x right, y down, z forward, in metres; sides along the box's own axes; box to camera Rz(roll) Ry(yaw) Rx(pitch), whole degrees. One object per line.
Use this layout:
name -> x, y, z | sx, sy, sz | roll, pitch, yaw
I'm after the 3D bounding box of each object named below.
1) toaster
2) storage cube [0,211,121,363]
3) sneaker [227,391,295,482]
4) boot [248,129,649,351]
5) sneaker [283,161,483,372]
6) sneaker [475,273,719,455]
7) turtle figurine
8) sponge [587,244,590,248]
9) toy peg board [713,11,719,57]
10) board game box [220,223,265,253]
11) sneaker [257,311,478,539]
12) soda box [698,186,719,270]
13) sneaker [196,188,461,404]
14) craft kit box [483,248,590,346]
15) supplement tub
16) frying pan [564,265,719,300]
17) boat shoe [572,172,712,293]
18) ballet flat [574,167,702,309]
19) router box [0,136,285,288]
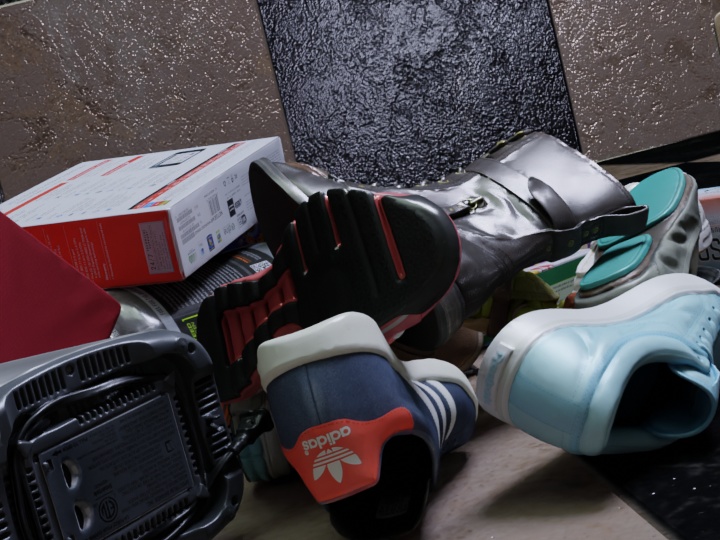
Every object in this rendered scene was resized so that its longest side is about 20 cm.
toaster -> -0.150, 0.096, 0.585 | 0.128, 0.115, 0.199 | -8, 11, 38
storage cube -> -0.276, 0.052, 0.693 | 0.199, 0.180, 0.172 | -11, 50, 37
sneaker -> -0.017, 0.075, 0.765 | 0.085, 0.078, 0.200 | -6, 16, 10
boot -> 0.048, -0.039, 0.742 | 0.174, 0.070, 0.199 | -32, 50, -30
sneaker -> 0.000, 0.000, 0.872 | 0.071, 0.200, 0.075 | -50, -21, 8
sneaker -> 0.146, 0.055, 0.604 | 0.199, 0.075, 0.082 | -12, 33, -42
turtle figurine -> 0.080, 0.024, 0.767 | 0.160, 0.065, 0.200 | 7, 11, 2
sponge -> 0.279, -0.025, 1.166 | 0.110, 0.030, 0.200 | -14, 5, 5
toy peg board -> 0.338, -0.077, 0.765 | 0.198, 0.201, 0.098 | -12, -10, 15
board game box -> -0.129, 0.030, 1.023 | 0.133, 0.045, 0.201 | -16, -29, -15
sneaker -> 0.012, 0.086, 0.581 | 0.074, 0.085, 0.200 | -22, -22, 17
soda box -> 0.303, -0.032, 0.964 | 0.063, 0.069, 0.199 | -17, 7, -29
sneaker -> -0.005, 0.011, 0.625 | 0.086, 0.074, 0.200 | -1, -19, -38
craft kit box -> 0.076, 0.032, 1.054 | 0.199, 0.049, 0.197 | -18, 4, -38
supplement tub -> -0.120, 0.059, 0.851 | 0.122, 0.124, 0.199 | -9, 7, 44
frying pan -> 0.221, 0.019, 0.853 | 0.114, 0.031, 0.189 | -19, 10, -31
boat shoe -> 0.196, -0.027, 0.881 | 0.070, 0.070, 0.200 | -8, 12, 31
ballet flat -> 0.177, -0.001, 0.759 | 0.067, 0.064, 0.200 | -25, 11, 30
router box -> -0.168, -0.041, 0.892 | 0.178, 0.049, 0.200 | -5, 18, 21
